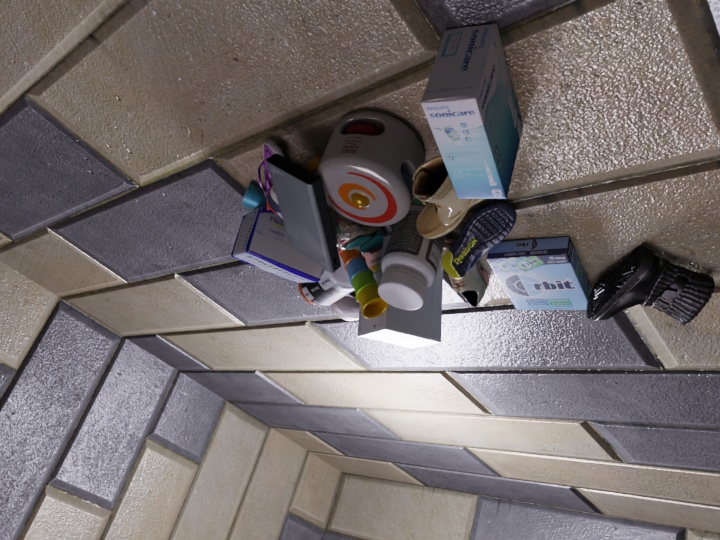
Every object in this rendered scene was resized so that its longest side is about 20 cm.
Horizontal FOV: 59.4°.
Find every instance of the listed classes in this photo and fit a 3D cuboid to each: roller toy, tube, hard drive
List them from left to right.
[{"bbox_3d":[-0.174,-0.132,1.442,0.196,0.052,0.077,25,-174,-12],"label":"tube"},{"bbox_3d":[-0.105,-0.107,1.181,0.138,0.033,0.204,33,147,39],"label":"hard drive"},{"bbox_3d":[0.014,-0.175,1.130,0.197,0.143,0.182,29,151,-14],"label":"roller toy"}]

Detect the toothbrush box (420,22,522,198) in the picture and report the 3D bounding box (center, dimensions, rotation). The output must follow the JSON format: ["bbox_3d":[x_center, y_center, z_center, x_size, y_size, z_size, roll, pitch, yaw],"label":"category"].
[{"bbox_3d":[0.170,-0.226,0.925,0.083,0.150,0.201,4,149,28],"label":"toothbrush box"}]

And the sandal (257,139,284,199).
[{"bbox_3d":[-0.190,-0.188,1.319,0.083,0.049,0.205,46,153,28],"label":"sandal"}]

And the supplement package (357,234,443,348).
[{"bbox_3d":[0.088,0.050,1.372,0.152,0.206,0.110,15,158,-30],"label":"supplement package"}]

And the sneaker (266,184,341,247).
[{"bbox_3d":[-0.108,-0.105,1.307,0.198,0.076,0.084,36,142,-9],"label":"sneaker"}]

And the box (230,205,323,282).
[{"bbox_3d":[-0.185,-0.053,1.453,0.180,0.108,0.199,22,169,-20],"label":"box"}]

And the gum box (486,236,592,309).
[{"bbox_3d":[0.375,0.012,1.311,0.166,0.046,0.200,-2,145,36],"label":"gum box"}]

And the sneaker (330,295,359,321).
[{"bbox_3d":[0.015,0.104,1.714,0.195,0.072,0.081,19,144,-9],"label":"sneaker"}]

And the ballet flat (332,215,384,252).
[{"bbox_3d":[-0.003,-0.078,1.259,0.065,0.075,0.199,57,-167,10],"label":"ballet flat"}]

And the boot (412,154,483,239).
[{"bbox_3d":[0.134,-0.126,1.100,0.153,0.075,0.199,-1,153,-45],"label":"boot"}]

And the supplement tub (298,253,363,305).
[{"bbox_3d":[-0.073,0.011,1.539,0.121,0.125,0.199,29,151,-17],"label":"supplement tub"}]

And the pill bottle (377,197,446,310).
[{"bbox_3d":[0.104,-0.035,1.248,0.110,0.204,0.114,15,152,9],"label":"pill bottle"}]

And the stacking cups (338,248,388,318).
[{"bbox_3d":[0.000,0.000,1.312,0.059,0.203,0.061,-13,143,-11],"label":"stacking cups"}]

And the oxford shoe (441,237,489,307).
[{"bbox_3d":[0.222,0.005,1.373,0.069,0.075,0.200,-7,141,42],"label":"oxford shoe"}]

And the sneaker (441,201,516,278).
[{"bbox_3d":[0.236,-0.070,1.246,0.074,0.082,0.200,47,133,5],"label":"sneaker"}]

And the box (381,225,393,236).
[{"bbox_3d":[-0.034,-0.131,1.342,0.197,0.050,0.160,33,152,-20],"label":"box"}]

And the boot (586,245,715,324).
[{"bbox_3d":[0.547,0.056,1.209,0.154,0.081,0.212,23,144,-5],"label":"boot"}]
